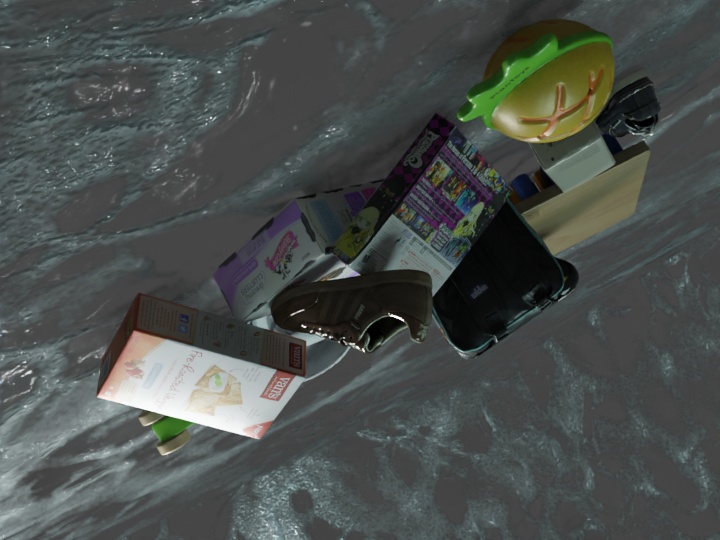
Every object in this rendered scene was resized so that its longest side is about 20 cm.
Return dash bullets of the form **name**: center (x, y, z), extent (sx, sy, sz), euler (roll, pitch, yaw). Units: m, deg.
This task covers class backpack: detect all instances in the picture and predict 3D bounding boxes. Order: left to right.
- **backpack**: center (0.143, -0.009, 1.694), extent (0.176, 0.200, 0.153), euler (-36, 175, 1)

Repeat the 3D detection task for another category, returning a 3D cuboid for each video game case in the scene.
- **video game case**: center (0.071, -0.055, 1.440), extent (0.181, 0.036, 0.200), euler (-52, 151, 2)

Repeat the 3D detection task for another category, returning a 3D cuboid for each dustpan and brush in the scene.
- **dustpan and brush**: center (-0.034, 0.067, 1.726), extent (0.200, 0.140, 0.057), euler (-20, -152, -22)

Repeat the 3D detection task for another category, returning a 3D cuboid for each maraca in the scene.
- **maraca**: center (0.163, -0.174, 1.230), extent (0.137, 0.107, 0.200), euler (-43, 163, 27)

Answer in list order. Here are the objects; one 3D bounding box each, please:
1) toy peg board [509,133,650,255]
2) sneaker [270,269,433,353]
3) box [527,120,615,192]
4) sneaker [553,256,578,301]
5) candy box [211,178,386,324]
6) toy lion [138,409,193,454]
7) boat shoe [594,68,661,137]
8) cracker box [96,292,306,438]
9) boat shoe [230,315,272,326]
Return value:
- **toy peg board**: center (0.278, -0.114, 1.849), extent (0.200, 0.098, 0.199), euler (-27, 157, -7)
- **sneaker**: center (-0.014, 0.051, 1.397), extent (0.200, 0.076, 0.070), euler (-14, 158, 36)
- **box**: center (0.256, -0.154, 1.640), extent (0.082, 0.068, 0.200), euler (-30, 169, 10)
- **sneaker**: center (0.193, -0.001, 1.806), extent (0.200, 0.070, 0.090), euler (6, 161, 12)
- **candy box**: center (-0.038, -0.026, 1.496), extent (0.200, 0.072, 0.168), euler (-17, 164, -48)
- **toy lion**: center (-0.210, 0.165, 1.866), extent (0.191, 0.069, 0.200), euler (-31, -172, -4)
- **boat shoe**: center (0.340, -0.192, 1.685), extent (0.073, 0.063, 0.200), euler (-29, 169, 1)
- **cracker box**: center (-0.175, 0.109, 1.484), extent (0.200, 0.058, 0.134), euler (16, 136, -19)
- **boat shoe**: center (-0.082, 0.059, 1.772), extent (0.200, 0.068, 0.072), euler (-15, 163, -44)
